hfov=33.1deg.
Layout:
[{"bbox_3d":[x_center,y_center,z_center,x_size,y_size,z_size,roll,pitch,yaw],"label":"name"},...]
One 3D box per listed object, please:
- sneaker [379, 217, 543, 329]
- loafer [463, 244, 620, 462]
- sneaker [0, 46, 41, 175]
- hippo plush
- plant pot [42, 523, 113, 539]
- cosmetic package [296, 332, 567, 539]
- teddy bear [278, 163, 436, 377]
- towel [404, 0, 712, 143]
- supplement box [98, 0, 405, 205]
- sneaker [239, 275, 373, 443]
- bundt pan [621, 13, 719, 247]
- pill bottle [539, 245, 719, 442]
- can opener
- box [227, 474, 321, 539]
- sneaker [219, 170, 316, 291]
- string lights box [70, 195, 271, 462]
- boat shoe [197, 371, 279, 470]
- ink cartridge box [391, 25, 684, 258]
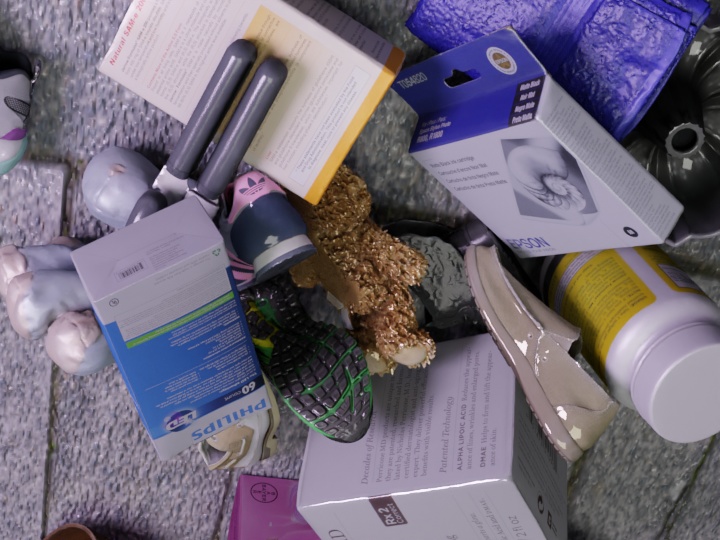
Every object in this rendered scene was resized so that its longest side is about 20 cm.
[{"bbox_3d":[0.102,0.024,1.104,0.104,0.060,0.201,-29,115,13],"label":"sneaker"},{"bbox_3d":[0.150,0.059,1.008,0.068,0.201,0.076,-28,161,3],"label":"loafer"},{"bbox_3d":[-0.348,-0.166,0.941,0.198,0.078,0.141,13,121,-23],"label":"sneaker"},{"bbox_3d":[-0.190,-0.007,0.999,0.199,0.159,0.162,32,107,-4],"label":"hippo plush"},{"bbox_3d":[-0.240,0.380,1.258,0.199,0.188,0.187,27,119,-37],"label":"plant pot"},{"bbox_3d":[0.072,0.180,1.104,0.198,0.166,0.165,-13,132,22],"label":"cosmetic package"},{"bbox_3d":[0.000,0.000,1.047,0.201,0.066,0.145,55,146,5],"label":"teddy bear"},{"bbox_3d":[0.143,-0.189,0.914,0.199,0.049,0.148,37,117,11],"label":"towel"},{"bbox_3d":[-0.082,-0.161,0.929,0.199,0.074,0.127,32,115,-6],"label":"supplement box"},{"bbox_3d":[-0.042,0.084,1.060,0.078,0.200,0.086,-32,132,-8],"label":"sneaker"},{"bbox_3d":[0.259,-0.124,1.003,0.199,0.076,0.204,-2,123,-3],"label":"bundt pan"},{"bbox_3d":[0.241,0.048,1.031,0.113,0.200,0.115,-8,122,-14],"label":"pill bottle"},{"bbox_3d":[-0.122,-0.073,0.896,0.053,0.067,0.201,31,115,-2],"label":"can opener"},{"bbox_3d":[-0.033,0.308,1.208,0.197,0.177,0.098,9,124,-9],"label":"box"},{"bbox_3d":[-0.089,-0.033,1.002,0.070,0.200,0.083,-26,91,-20],"label":"sneaker"},{"bbox_3d":[-0.139,0.050,0.924,0.102,0.059,0.201,-25,140,-14],"label":"string lights box"},{"bbox_3d":[-0.118,0.132,1.107,0.068,0.075,0.201,-25,149,-17],"label":"boat shoe"},{"bbox_3d":[0.122,-0.089,0.950,0.200,0.199,0.041,42,71,-18],"label":"ink cartridge box"}]
